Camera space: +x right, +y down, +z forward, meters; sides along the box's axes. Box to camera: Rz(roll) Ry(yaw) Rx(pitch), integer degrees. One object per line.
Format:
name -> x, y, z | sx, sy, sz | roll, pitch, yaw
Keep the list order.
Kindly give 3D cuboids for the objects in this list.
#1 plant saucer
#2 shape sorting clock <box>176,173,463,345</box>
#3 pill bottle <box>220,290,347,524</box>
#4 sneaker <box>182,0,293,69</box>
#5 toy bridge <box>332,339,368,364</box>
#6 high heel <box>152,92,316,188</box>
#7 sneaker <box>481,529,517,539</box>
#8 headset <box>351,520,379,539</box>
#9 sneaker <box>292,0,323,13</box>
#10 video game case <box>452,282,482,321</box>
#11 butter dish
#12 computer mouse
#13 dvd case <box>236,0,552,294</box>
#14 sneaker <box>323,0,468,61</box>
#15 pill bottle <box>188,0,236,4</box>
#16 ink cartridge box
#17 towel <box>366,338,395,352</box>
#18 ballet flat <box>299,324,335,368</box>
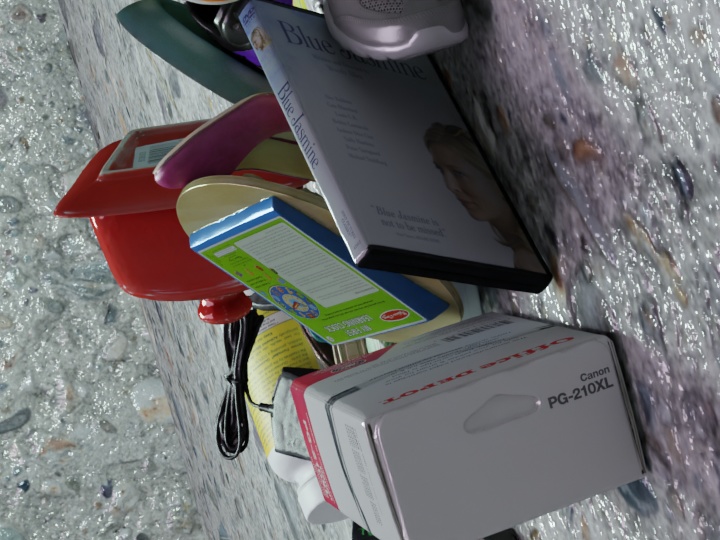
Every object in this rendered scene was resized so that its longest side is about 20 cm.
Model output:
plant saucer -> -0.090, -0.154, 1.330 | 0.028, 0.199, 0.200 | -58, 29, 12
shape sorting clock -> -0.026, -0.007, 1.136 | 0.199, 0.039, 0.200 | 24, 158, 10
pill bottle -> -0.040, 0.109, 1.516 | 0.113, 0.111, 0.201 | 100, 151, -63
sneaker -> -0.087, -0.202, 1.294 | 0.070, 0.099, 0.200 | -60, 21, 11
toy bridge -> -0.009, 0.055, 1.307 | 0.067, 0.027, 0.201 | 83, 172, -58
high heel -> -0.049, -0.069, 1.176 | 0.067, 0.200, 0.096 | -31, 89, 41
sneaker -> 0.086, 0.255, 1.172 | 0.202, 0.107, 0.068 | -126, 23, -55
headset -> 0.035, 0.235, 1.332 | 0.200, 0.093, 0.124 | 54, -145, -42
sneaker -> -0.002, -0.132, 1.157 | 0.090, 0.077, 0.202 | 120, 143, -73
video game case -> 0.053, 0.045, 1.245 | 0.182, 0.023, 0.202 | -137, 34, -66
butter dish -> -0.116, -0.030, 1.363 | 0.200, 0.197, 0.149 | -81, -17, -70
computer mouse -> -0.036, 0.086, 1.394 | 0.199, 0.046, 0.142 | 2, 90, 44
dvd case -> 0.019, -0.073, 1.014 | 0.018, 0.142, 0.201 | -50, 49, 32
sneaker -> 0.004, -0.193, 1.034 | 0.201, 0.074, 0.083 | -120, 17, -46
pill bottle -> -0.090, -0.249, 1.102 | 0.200, 0.112, 0.114 | 125, 127, -78
ink cartridge box -> 0.055, 0.089, 1.012 | 0.200, 0.144, 0.085 | -171, 63, -76
towel -> 0.000, 0.000, 1.323 | 0.200, 0.023, 0.154 | 88, 167, -66
ballet flat -> -0.010, 0.066, 1.443 | 0.067, 0.067, 0.202 | 97, 155, -67
